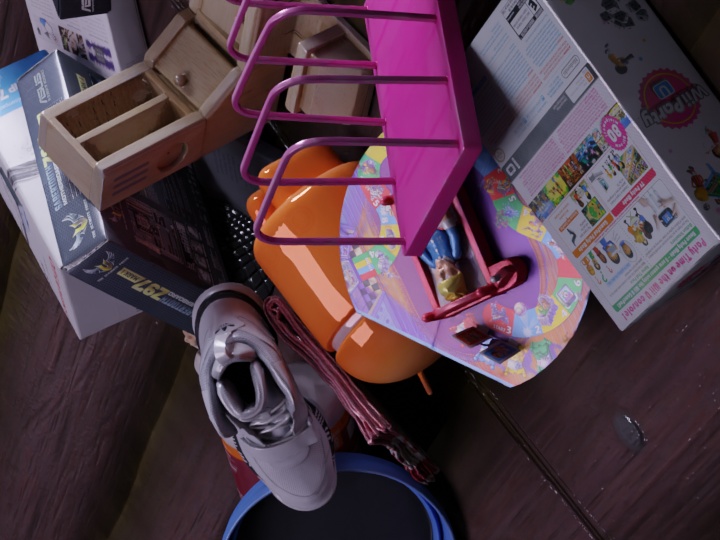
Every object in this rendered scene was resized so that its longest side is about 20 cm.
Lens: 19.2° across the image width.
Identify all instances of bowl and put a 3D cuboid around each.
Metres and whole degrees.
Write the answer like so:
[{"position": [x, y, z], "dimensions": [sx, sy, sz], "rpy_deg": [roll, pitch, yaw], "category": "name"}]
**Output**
[{"position": [-0.021, 0.237, 1.769], "dimensions": [0.039, 0.200, 0.201], "rpy_deg": [-104, 1, -60], "category": "bowl"}]

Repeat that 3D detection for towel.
[{"position": [-0.005, 0.098, 1.675], "dimensions": [0.144, 0.023, 0.200], "rpy_deg": [49, 180, 21], "category": "towel"}]

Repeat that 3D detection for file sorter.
[{"position": [-0.014, -0.130, 1.377], "dimensions": [0.139, 0.125, 0.201], "rpy_deg": [119, 147, -58], "category": "file sorter"}]

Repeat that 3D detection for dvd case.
[{"position": [-0.091, -0.053, 1.771], "dimensions": [0.200, 0.018, 0.143], "rpy_deg": [30, 139, 42], "category": "dvd case"}]

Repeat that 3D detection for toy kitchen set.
[{"position": [-0.108, -0.141, 1.545], "dimensions": [0.163, 0.180, 0.200], "rpy_deg": [45, 146, 22], "category": "toy kitchen set"}]

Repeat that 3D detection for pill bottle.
[{"position": [-0.046, 0.190, 1.828], "dimensions": [0.114, 0.114, 0.201], "rpy_deg": [24, 138, 47], "category": "pill bottle"}]

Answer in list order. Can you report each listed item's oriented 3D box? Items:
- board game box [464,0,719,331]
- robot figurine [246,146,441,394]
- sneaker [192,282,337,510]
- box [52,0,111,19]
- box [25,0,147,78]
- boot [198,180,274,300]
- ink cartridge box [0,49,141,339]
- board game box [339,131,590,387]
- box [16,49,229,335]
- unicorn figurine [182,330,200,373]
[{"position": [0.152, -0.081, 1.309], "dimensions": [0.200, 0.064, 0.148], "rpy_deg": [56, 153, 10], "category": "board game box"}, {"position": [0.000, 0.001, 1.577], "dimensions": [0.144, 0.117, 0.200], "rpy_deg": [-44, 75, 20], "category": "robot figurine"}, {"position": [-0.073, 0.114, 1.628], "dimensions": [0.115, 0.075, 0.201], "rpy_deg": [-100, -13, -70], "category": "sneaker"}, {"position": [-0.236, -0.321, 1.648], "dimensions": [0.161, 0.049, 0.200], "rpy_deg": [102, 154, -51], "category": "box"}, {"position": [-0.232, -0.181, 1.861], "dimensions": [0.144, 0.036, 0.201], "rpy_deg": [27, 137, 45], "category": "box"}, {"position": [-0.129, 0.000, 1.810], "dimensions": [0.200, 0.070, 0.132], "rpy_deg": [52, 156, 38], "category": "boot"}, {"position": [-0.255, -0.064, 1.828], "dimensions": [0.200, 0.086, 0.147], "rpy_deg": [60, 167, 24], "category": "ink cartridge box"}, {"position": [0.061, -0.014, 1.445], "dimensions": [0.200, 0.039, 0.159], "rpy_deg": [25, 111, 26], "category": "board game box"}, {"position": [-0.186, -0.061, 1.681], "dimensions": [0.158, 0.051, 0.200], "rpy_deg": [31, -148, -49], "category": "box"}, {"position": [-0.104, 0.127, 1.923], "dimensions": [0.137, 0.074, 0.201], "rpy_deg": [132, 120, -70], "category": "unicorn figurine"}]
